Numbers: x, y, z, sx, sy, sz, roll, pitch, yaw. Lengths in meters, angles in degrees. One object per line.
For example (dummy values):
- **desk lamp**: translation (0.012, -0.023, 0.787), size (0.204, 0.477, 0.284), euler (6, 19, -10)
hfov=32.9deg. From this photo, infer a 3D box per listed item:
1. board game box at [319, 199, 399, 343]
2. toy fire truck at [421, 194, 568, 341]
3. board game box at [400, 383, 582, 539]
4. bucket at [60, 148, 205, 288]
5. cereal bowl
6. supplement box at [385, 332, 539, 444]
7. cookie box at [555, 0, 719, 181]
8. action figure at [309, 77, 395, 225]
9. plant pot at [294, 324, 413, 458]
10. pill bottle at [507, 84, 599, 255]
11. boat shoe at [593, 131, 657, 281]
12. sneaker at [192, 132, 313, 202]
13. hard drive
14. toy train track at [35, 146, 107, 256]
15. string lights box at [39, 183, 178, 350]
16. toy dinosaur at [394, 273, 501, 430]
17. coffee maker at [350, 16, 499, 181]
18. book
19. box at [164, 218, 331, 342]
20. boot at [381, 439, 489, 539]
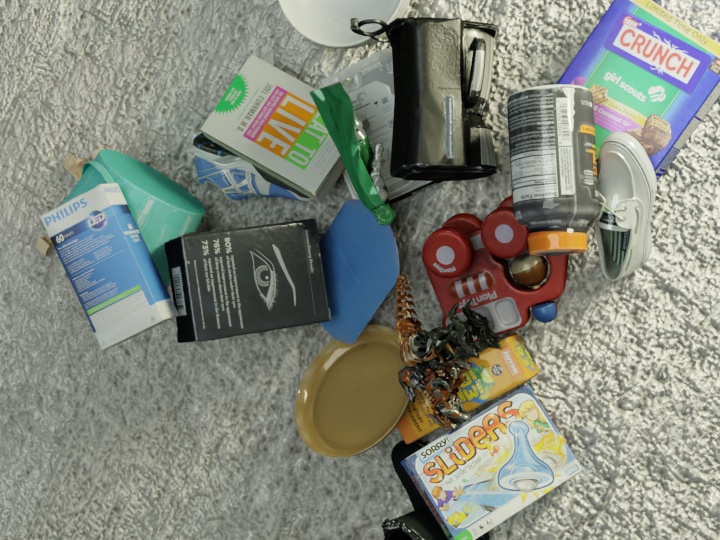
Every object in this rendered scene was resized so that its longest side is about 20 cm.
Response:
- **board game box**: translation (0.000, 0.000, 1.700), size (0.200, 0.039, 0.158), euler (-56, 49, 32)
- **toy fire truck**: translation (0.184, 0.000, 1.608), size (0.200, 0.112, 0.168), euler (-19, 98, 22)
- **board game box**: translation (0.172, 0.256, 1.597), size (0.200, 0.034, 0.135), euler (-30, 79, -17)
- **bucket**: translation (-0.334, -0.074, 1.766), size (0.207, 0.207, 0.135), euler (35, 100, 17)
- **cereal bowl**: translation (-0.013, -0.402, 1.682), size (0.200, 0.083, 0.200), euler (0, 91, 22)
- **supplement box**: translation (0.137, 0.160, 1.650), size (0.200, 0.069, 0.067), euler (-32, 81, 18)
- **cookie box**: translation (0.351, -0.230, 1.544), size (0.171, 0.075, 0.200), euler (37, 105, 16)
- **action figure**: translation (0.000, -0.152, 1.607), size (0.055, 0.118, 0.200), euler (-23, 101, -13)
- **plant pot**: translation (-0.004, 0.169, 1.682), size (0.200, 0.027, 0.200), euler (-21, 51, 28)
- **pill bottle**: translation (0.236, -0.119, 1.491), size (0.106, 0.106, 0.200), euler (-4, 85, 22)
- **boat shoe**: translation (0.324, -0.072, 1.510), size (0.074, 0.067, 0.200), euler (16, 136, 40)
- **sneaker**: translation (-0.151, -0.137, 1.763), size (0.200, 0.076, 0.077), euler (22, 126, 18)
- **hard drive**: translation (0.026, -0.194, 1.698), size (0.140, 0.038, 0.200), euler (-22, 83, 21)
- **toy train track**: translation (-0.451, -0.107, 1.895), size (0.115, 0.033, 0.200), euler (41, 107, 16)
- **string lights box**: translation (-0.338, -0.006, 1.642), size (0.103, 0.059, 0.200), euler (-25, 89, 15)
- **toy dinosaur**: translation (0.096, 0.103, 1.575), size (0.136, 0.102, 0.200), euler (-27, 105, 27)
- **coffee maker**: translation (0.084, -0.220, 1.598), size (0.192, 0.135, 0.200), euler (1, 85, 9)
- **book**: translation (-0.104, -0.199, 1.697), size (0.200, 0.048, 0.134), euler (30, 83, 18)
- **box**: translation (-0.156, 0.015, 1.688), size (0.200, 0.104, 0.148), euler (-7, 89, -22)
- **boot**: translation (0.079, 0.326, 1.624), size (0.073, 0.162, 0.198), euler (-43, 76, 30)
